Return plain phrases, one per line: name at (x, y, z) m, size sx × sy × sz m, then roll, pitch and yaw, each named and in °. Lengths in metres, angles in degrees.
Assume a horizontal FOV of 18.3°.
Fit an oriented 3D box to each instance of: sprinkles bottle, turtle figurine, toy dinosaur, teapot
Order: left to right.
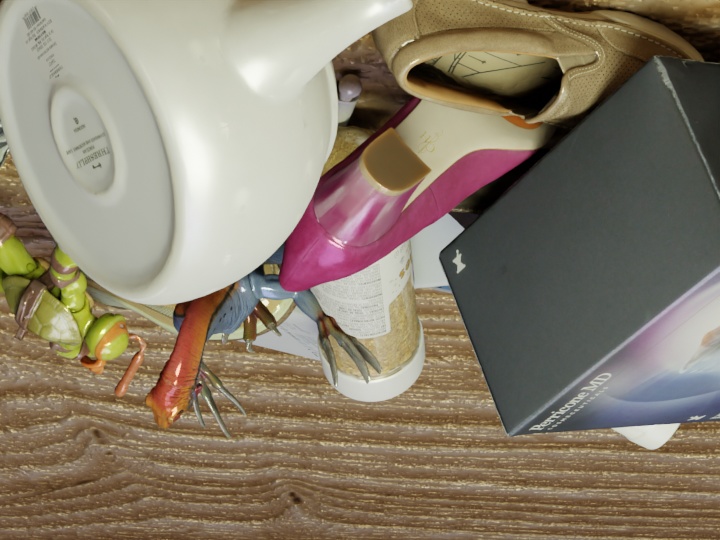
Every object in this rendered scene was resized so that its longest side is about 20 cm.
turtle figurine at (-0.204, 0.016, 1.425) m, size 0.161 × 0.065 × 0.200 m, roll 36°, pitch 159°, yaw 12°
teapot at (-0.081, -0.086, 1.113) m, size 0.145 × 0.200 × 0.199 m, roll -26°, pitch 136°, yaw -34°
toy dinosaur at (-0.085, 0.017, 1.191) m, size 0.105 × 0.200 × 0.181 m, roll -47°, pitch 166°, yaw 15°
sprinkles bottle at (0.000, 0.000, 1.350) m, size 0.068 × 0.069 × 0.201 m, roll 1°, pitch 145°, yaw 6°

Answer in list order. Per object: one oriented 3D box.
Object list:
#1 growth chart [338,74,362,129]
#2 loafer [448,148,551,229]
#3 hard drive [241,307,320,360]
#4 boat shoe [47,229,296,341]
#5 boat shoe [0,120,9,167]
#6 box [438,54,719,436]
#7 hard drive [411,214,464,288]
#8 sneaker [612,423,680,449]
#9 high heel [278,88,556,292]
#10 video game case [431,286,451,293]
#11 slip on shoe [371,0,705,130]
growth chart at (-0.100, -0.091, 1.303) m, size 0.198 × 0.018 × 0.145 m, roll 2°, pitch 160°, yaw -2°
loafer at (0.092, -0.034, 1.292) m, size 0.199 × 0.072 × 0.073 m, roll 9°, pitch -160°, yaw -41°
hard drive at (-0.076, 0.027, 1.546) m, size 0.199 × 0.026 × 0.132 m, roll 12°, pitch 167°, yaw 26°
boat shoe at (-0.128, -0.006, 1.429) m, size 0.199 × 0.072 × 0.076 m, roll 7°, pitch 148°, yaw 37°
boat shoe at (-0.204, -0.101, 1.193) m, size 0.070 × 0.073 × 0.200 m, roll 26°, pitch 168°, yaw -6°
box at (0.185, -0.008, 1.205) m, size 0.197 × 0.124 × 0.200 m, roll 0°, pitch 150°, yaw -38°
hard drive at (0.015, -0.026, 1.412) m, size 0.199 × 0.027 × 0.132 m, roll -6°, pitch 150°, yaw 35°
sneaker at (0.137, 0.030, 1.370) m, size 0.084 × 0.073 × 0.200 m, roll 23°, pitch -163°, yaw -19°
high heel at (0.033, -0.050, 1.187) m, size 0.096 × 0.067 × 0.200 m, roll -47°, pitch 176°, yaw 39°
video game case at (0.125, -0.013, 1.492) m, size 0.199 × 0.023 × 0.182 m, roll 12°, pitch 159°, yaw -28°
slip on shoe at (0.097, -0.101, 1.149) m, size 0.199 × 0.061 × 0.076 m, roll 17°, pitch 131°, yaw -28°
